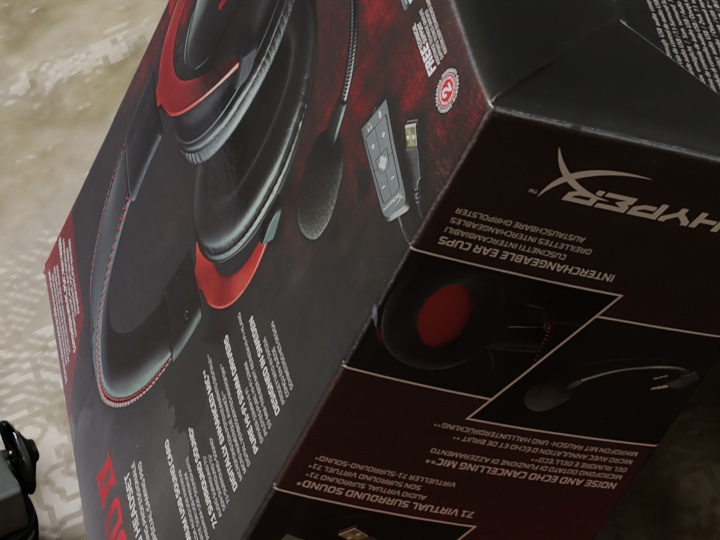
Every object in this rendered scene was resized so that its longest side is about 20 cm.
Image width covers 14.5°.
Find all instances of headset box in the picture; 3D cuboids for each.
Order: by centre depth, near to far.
[{"bbox_3d":[0.000,0.000,0.592,0.075,0.200,0.149,11,40,-24],"label":"headset box"}]

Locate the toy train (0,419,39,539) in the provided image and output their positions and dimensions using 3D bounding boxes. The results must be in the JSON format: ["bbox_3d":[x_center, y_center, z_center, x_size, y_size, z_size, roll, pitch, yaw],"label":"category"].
[{"bbox_3d":[-0.128,0.007,0.719,0.034,0.046,0.200,-21,46,-18],"label":"toy train"}]
